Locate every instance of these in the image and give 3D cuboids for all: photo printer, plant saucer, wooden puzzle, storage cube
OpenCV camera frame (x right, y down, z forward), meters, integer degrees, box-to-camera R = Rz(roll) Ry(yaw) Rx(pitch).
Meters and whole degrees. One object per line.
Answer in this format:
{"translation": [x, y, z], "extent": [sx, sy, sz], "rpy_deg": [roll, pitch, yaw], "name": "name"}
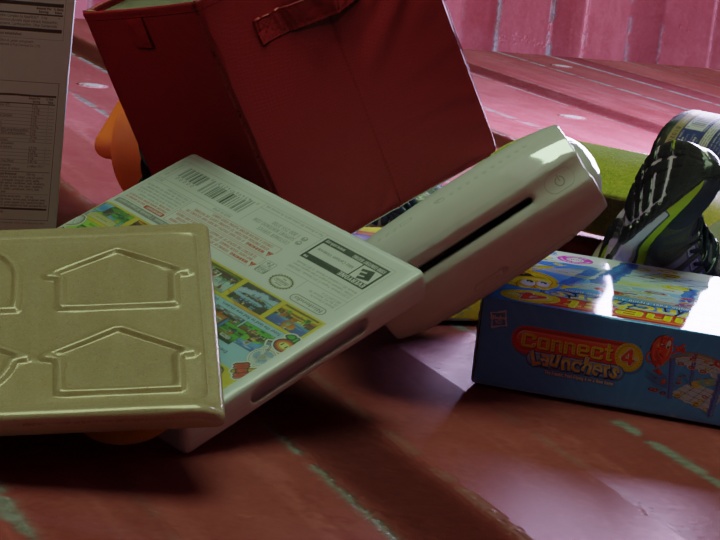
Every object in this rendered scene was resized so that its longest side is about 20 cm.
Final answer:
{"translation": [0.073, -0.025, 1.288], "extent": [0.166, 0.070, 0.200], "rpy_deg": [-33, 0, 5], "name": "photo printer"}
{"translation": [0.227, -0.062, 1.732], "extent": [0.199, 0.048, 0.199], "rpy_deg": [15, -6, 35], "name": "plant saucer"}
{"translation": [-0.166, 0.038, 1.067], "extent": [0.184, 0.047, 0.200], "rpy_deg": [-2, 30, -6], "name": "wooden puzzle"}
{"translation": [-0.047, -0.124, 1.352], "extent": [0.171, 0.181, 0.200], "rpy_deg": [-31, 20, -26], "name": "storage cube"}

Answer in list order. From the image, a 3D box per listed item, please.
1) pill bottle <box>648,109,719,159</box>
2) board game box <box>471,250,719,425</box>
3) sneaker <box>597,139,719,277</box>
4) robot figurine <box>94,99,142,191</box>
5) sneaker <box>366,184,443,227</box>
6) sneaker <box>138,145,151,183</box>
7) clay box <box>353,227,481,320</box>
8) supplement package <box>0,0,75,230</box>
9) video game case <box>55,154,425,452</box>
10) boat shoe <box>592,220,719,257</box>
{"translation": [0.370, -0.078, 1.892], "extent": [0.111, 0.113, 0.199], "rpy_deg": [-5, 16, -44], "name": "pill bottle"}
{"translation": [0.188, 0.042, 1.335], "extent": [0.199, 0.056, 0.196], "rpy_deg": [9, 11, 13], "name": "board game box"}
{"translation": [0.222, -0.024, 1.454], "extent": [0.081, 0.074, 0.200], "rpy_deg": [17, -27, -3], "name": "sneaker"}
{"translation": [-0.124, -0.099, 1.684], "extent": [0.199, 0.145, 0.116], "rpy_deg": [11, 24, 36], "name": "robot figurine"}
{"translation": [0.061, -0.033, 1.634], "extent": [0.085, 0.077, 0.200], "rpy_deg": [10, 14, -40], "name": "sneaker"}
{"translation": [-0.138, -0.075, 1.556], "extent": [0.083, 0.121, 0.200], "rpy_deg": [3, 11, -18], "name": "sneaker"}
{"translation": [0.000, 0.000, 1.454], "extent": [0.199, 0.048, 0.115], "rpy_deg": [0, 13, -24], "name": "clay box"}
{"translation": [-0.312, -0.142, 1.589], "extent": [0.150, 0.201, 0.152], "rpy_deg": [2, 13, -21], "name": "supplement package"}
{"translation": [-0.096, 0.012, 1.162], "extent": [0.182, 0.023, 0.200], "rpy_deg": [-32, 44, -34], "name": "video game case"}
{"translation": [0.254, -0.002, 1.577], "extent": [0.063, 0.071, 0.200], "rpy_deg": [42, -22, -27], "name": "boat shoe"}
